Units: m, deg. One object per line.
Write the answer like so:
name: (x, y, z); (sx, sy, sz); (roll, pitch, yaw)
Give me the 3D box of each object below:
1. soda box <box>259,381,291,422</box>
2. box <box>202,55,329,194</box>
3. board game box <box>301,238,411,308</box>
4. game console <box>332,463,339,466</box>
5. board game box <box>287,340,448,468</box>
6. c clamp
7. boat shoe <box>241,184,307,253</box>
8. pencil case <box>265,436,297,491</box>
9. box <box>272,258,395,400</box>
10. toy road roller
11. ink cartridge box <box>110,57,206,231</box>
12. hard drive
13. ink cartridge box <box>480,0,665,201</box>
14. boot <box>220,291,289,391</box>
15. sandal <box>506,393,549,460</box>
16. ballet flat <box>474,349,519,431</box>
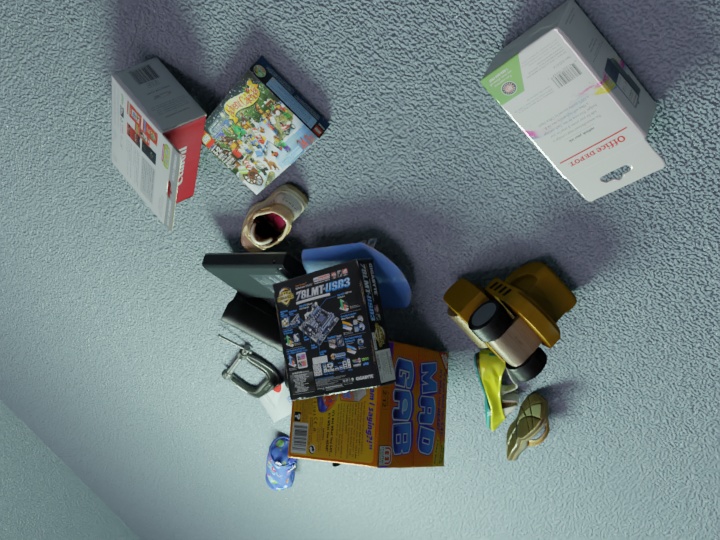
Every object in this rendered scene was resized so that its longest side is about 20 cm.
soda box: (-0.144, 0.266, 1.638); (0.069, 0.063, 0.200); (58, 142, 4)
box: (-0.152, -0.210, 1.132); (0.136, 0.038, 0.199); (42, 142, -14)
board game box: (0.000, 0.000, 1.267); (0.199, 0.039, 0.158); (-5, 135, 41)
game console: (0.042, 0.357, 1.579); (0.171, 0.119, 0.201); (21, 143, 14)
board game box: (0.017, 0.234, 1.323); (0.198, 0.202, 0.199); (-5, 166, 39)
c clamp: (-0.266, 0.225, 1.730); (0.170, 0.027, 0.200); (28, 142, -4)
boat shoe: (-0.161, -0.074, 1.268); (0.074, 0.069, 0.200); (38, 144, -10)
pencil case: (-0.202, 0.506, 1.958); (0.087, 0.078, 0.201); (45, 149, 21)
box: (-0.048, 0.098, 1.222); (0.199, 0.049, 0.201); (-16, 80, 38)
toy road roller: (0.229, 0.058, 1.127); (0.123, 0.146, 0.200); (45, 179, -19)
ink cartridge box: (-0.308, -0.191, 1.181); (0.176, 0.084, 0.200); (49, 147, 14)
hard drive: (-0.173, 0.011, 1.371); (0.198, 0.033, 0.139); (0, 154, 35)
ink cartridge box: (0.247, -0.185, 0.850); (0.200, 0.068, 0.117); (45, 141, -16)
boot: (-0.179, 0.130, 1.449); (0.199, 0.165, 0.066); (36, 115, -6)
sandal: (0.307, 0.284, 1.349); (0.053, 0.081, 0.201); (11, 143, 1)
ballet flat: (0.244, 0.214, 1.323); (0.066, 0.067, 0.201); (-7, 131, 12)
